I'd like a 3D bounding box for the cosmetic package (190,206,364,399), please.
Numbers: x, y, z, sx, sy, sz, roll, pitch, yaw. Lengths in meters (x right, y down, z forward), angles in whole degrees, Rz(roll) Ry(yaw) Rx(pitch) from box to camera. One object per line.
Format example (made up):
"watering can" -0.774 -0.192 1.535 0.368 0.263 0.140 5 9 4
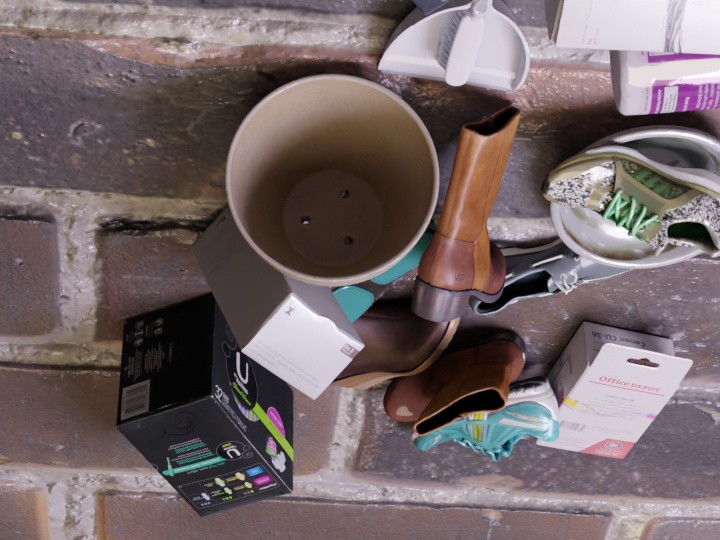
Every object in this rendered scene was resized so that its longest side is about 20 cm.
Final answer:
"cosmetic package" -0.086 0.025 1.650 0.081 0.200 0.113 -45 124 11

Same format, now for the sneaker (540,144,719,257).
"sneaker" 0.271 -0.059 1.576 0.198 0.089 0.077 8 138 -10

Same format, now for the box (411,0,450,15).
"box" 0.071 -0.343 1.306 0.196 0.118 0.200 -27 134 27

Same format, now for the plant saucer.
"plant saucer" 0.287 -0.084 1.653 0.198 0.050 0.201 -1 139 -1

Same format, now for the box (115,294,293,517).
"box" -0.169 0.155 1.841 0.123 0.149 0.200 -18 136 17

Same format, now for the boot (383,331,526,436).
"boot" 0.090 0.146 1.797 0.187 0.200 0.069 -18 102 18

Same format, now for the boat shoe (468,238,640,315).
"boat shoe" 0.207 0.008 1.747 0.198 0.062 0.073 -9 138 9

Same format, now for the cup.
"cup" -0.027 -0.069 1.582 0.198 0.202 0.143 0 165 -1

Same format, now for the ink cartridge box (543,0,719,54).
"ink cartridge box" 0.257 -0.258 1.381 0.198 0.147 0.086 3 137 -4

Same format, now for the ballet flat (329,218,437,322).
"ballet flat" 0.000 0.000 1.723 0.200 0.072 0.072 -38 128 20

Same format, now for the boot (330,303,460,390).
"boot" -0.007 0.062 1.796 0.166 0.073 0.200 27 135 -31

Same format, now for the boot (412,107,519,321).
"boot" 0.115 -0.067 1.626 0.068 0.188 0.202 23 112 25

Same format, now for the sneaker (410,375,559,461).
"sneaker" 0.142 0.184 1.906 0.199 0.080 0.077 -19 180 37

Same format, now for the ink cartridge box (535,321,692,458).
"ink cartridge box" 0.286 0.128 1.882 0.116 0.068 0.201 11 139 -14

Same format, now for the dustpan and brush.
"dustpan and brush" 0.100 -0.225 1.481 0.138 0.058 0.201 7 138 -9

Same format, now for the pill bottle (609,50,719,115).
"pill bottle" 0.326 -0.202 1.473 0.198 0.113 0.113 -4 139 4
